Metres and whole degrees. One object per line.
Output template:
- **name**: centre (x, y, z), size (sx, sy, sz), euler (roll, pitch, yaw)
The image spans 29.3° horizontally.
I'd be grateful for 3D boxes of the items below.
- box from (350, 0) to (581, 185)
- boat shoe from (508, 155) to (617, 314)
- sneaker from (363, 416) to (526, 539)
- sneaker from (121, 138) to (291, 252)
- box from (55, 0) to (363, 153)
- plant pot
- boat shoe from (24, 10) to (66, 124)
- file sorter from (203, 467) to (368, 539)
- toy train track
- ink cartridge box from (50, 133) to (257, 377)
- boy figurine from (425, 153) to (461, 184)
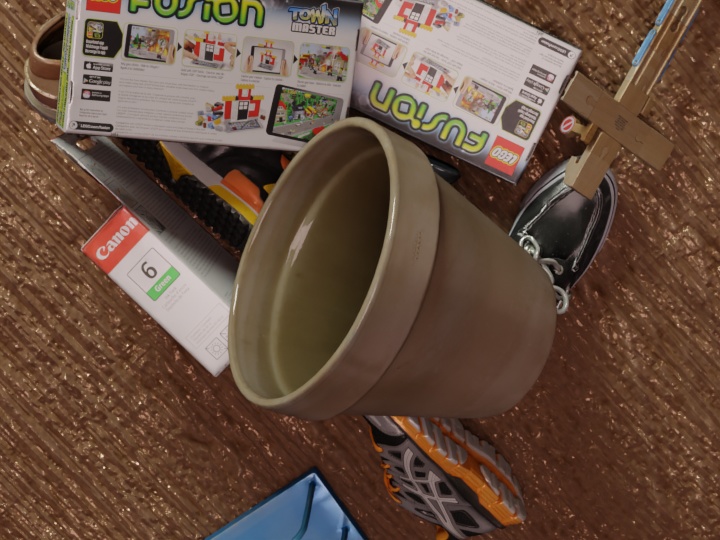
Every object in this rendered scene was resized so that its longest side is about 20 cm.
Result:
- **box**: centre (0.048, -0.155, 1.011), size (0.199, 0.035, 0.111), euler (25, 103, -3)
- **boat shoe**: centre (0.126, 0.005, 1.034), size (0.073, 0.068, 0.200), euler (38, 102, -6)
- **sneaker**: centre (0.046, 0.144, 1.050), size (0.077, 0.079, 0.200), euler (-31, 118, 20)
- **sneaker**: centre (-0.118, -0.108, 1.031), size (0.200, 0.070, 0.090), euler (46, 67, 5)
- **box**: centre (-0.100, -0.141, 0.937), size (0.198, 0.035, 0.111), euler (3, 104, -23)
- **plant pot**: centre (0.033, 0.019, 0.934), size (0.173, 0.200, 0.201), euler (20, 104, -28)
- **boat shoe**: centre (-0.148, -0.176, 0.969), size (0.200, 0.072, 0.076), euler (-39, 73, -20)
- **file sorter**: centre (-0.038, 0.289, 1.080), size (0.138, 0.123, 0.201), euler (-34, 99, 9)
- **toy train track**: centre (0.201, -0.148, 1.005), size (0.114, 0.032, 0.201), euler (29, 91, -34)
- **ink cartridge box**: centre (-0.156, -0.019, 1.022), size (0.200, 0.109, 0.050), euler (43, 101, -7)
- **boy figurine**: centre (0.000, 0.000, 1.042), size (0.124, 0.064, 0.201), euler (22, 101, -11)
